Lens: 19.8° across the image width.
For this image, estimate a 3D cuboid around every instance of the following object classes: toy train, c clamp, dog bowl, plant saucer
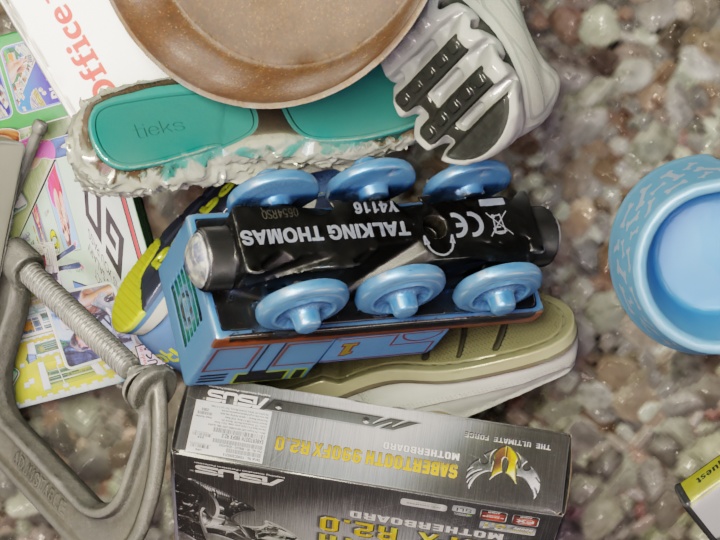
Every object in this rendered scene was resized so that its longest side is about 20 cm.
[{"bbox_3d":[0.000,0.000,1.026,0.199,0.114,0.087,-5,66,-26],"label":"toy train"},{"bbox_3d":[-0.153,0.046,1.065,0.200,0.027,0.171,45,119,35],"label":"c clamp"},{"bbox_3d":[0.233,-0.013,1.100,0.199,0.050,0.112,-10,99,6],"label":"dog bowl"},{"bbox_3d":[-0.039,-0.176,0.966,0.200,0.034,0.201,3,96,28],"label":"plant saucer"}]

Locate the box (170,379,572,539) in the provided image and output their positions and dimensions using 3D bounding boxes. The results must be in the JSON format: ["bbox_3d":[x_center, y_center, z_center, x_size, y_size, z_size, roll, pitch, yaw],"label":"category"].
[{"bbox_3d":[0.002,0.125,1.087,0.199,0.159,0.048,10,59,1],"label":"box"}]

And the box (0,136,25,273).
[{"bbox_3d":[-0.295,-0.038,1.060,0.199,0.128,0.109,16,99,20],"label":"box"}]

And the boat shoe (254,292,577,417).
[{"bbox_3d":[0.027,0.064,1.117,0.199,0.075,0.069,-12,122,17],"label":"boat shoe"}]

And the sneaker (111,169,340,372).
[{"bbox_3d":[-0.041,-0.022,1.105,0.200,0.074,0.082,-45,110,2],"label":"sneaker"}]

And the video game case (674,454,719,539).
[{"bbox_3d":[0.297,0.137,1.109,0.181,0.026,0.200,-37,110,8],"label":"video game case"}]

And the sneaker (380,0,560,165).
[{"bbox_3d":[0.026,-0.145,1.003,0.075,0.081,0.200,-36,81,39],"label":"sneaker"}]

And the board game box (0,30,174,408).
[{"bbox_3d":[-0.187,-0.028,1.134,0.134,0.029,0.201,-15,98,5],"label":"board game box"}]

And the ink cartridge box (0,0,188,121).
[{"bbox_3d":[-0.088,-0.173,1.061,0.200,0.084,0.145,-31,97,-3],"label":"ink cartridge box"}]

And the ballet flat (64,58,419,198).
[{"bbox_3d":[-0.054,-0.073,1.025,0.199,0.072,0.072,-9,100,-21],"label":"ballet flat"}]
